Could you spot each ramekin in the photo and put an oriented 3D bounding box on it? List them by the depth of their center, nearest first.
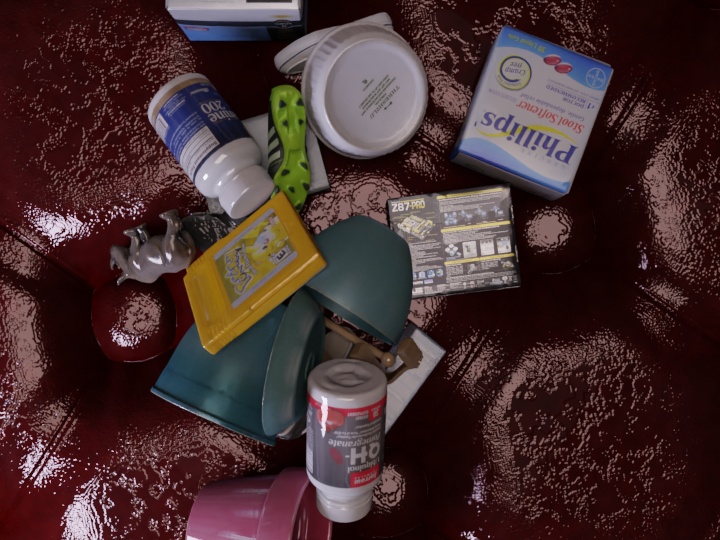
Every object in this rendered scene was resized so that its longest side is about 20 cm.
[{"bbox_3d":[0.011,-0.265,1.006,0.198,0.094,0.207,-4,108,-11],"label":"ramekin"}]

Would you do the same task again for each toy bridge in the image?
[{"bbox_3d":[0.011,0.136,0.964,0.068,0.198,0.027,52,49,-23],"label":"toy bridge"}]

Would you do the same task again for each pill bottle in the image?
[{"bbox_3d":[-0.020,0.235,0.921,0.108,0.111,0.204,2,109,0],"label":"pill bottle"},{"bbox_3d":[-0.215,-0.180,0.989,0.110,0.111,0.201,-38,79,0],"label":"pill bottle"}]

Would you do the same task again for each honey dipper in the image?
[{"bbox_3d":[-0.027,0.092,1.020,0.198,0.038,0.039,27,91,30],"label":"honey dipper"}]

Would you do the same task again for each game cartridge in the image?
[{"bbox_3d":[-0.156,-0.004,0.943,0.199,0.177,0.033,-37,133,2],"label":"game cartridge"}]

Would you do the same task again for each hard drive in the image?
[{"bbox_3d":[-0.159,-0.171,1.070,0.196,0.033,0.142,-16,90,1],"label":"hard drive"}]

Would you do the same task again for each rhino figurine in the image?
[{"bbox_3d":[-0.327,-0.027,1.028,0.197,0.060,0.089,-17,99,34],"label":"rhino figurine"}]

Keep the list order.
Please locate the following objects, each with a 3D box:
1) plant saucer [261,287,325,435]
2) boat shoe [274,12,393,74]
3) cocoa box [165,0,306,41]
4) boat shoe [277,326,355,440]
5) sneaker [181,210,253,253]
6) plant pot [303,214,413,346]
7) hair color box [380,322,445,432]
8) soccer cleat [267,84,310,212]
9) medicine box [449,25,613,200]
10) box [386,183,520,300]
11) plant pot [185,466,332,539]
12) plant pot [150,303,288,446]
[{"bbox_3d":[-0.083,0.127,0.912,0.035,0.200,0.204,12,90,8],"label":"plant saucer"},{"bbox_3d":[-0.035,-0.339,1.049,0.197,0.074,0.068,-22,89,0],"label":"boat shoe"},{"bbox_3d":[-0.181,-0.435,1.021,0.195,0.131,0.137,1,90,0],"label":"cocoa box"},{"bbox_3d":[-0.069,0.179,1.065,0.066,0.057,0.201,34,86,36],"label":"boat shoe"},{"bbox_3d":[-0.185,-0.028,1.050,0.104,0.060,0.200,-40,103,8],"label":"sneaker"},{"bbox_3d":[0.000,0.000,0.985,0.198,0.200,0.136,31,82,0],"label":"plant pot"},{"bbox_3d":[0.045,0.181,1.035,0.060,0.099,0.201,37,90,-1],"label":"hair color box"},{"bbox_3d":[-0.113,-0.179,1.024,0.066,0.081,0.204,-4,111,-20],"label":"soccer cleat"},{"bbox_3d":[0.258,-0.236,1.033,0.179,0.103,0.204,21,89,0],"label":"medicine box"},{"bbox_3d":[0.145,-0.044,1.060,0.195,0.049,0.165,-8,92,1],"label":"box"},{"bbox_3d":[-0.152,0.391,1.001,0.175,0.200,0.205,3,90,15],"label":"plant pot"},{"bbox_3d":[-0.180,0.130,0.998,0.197,0.200,0.191,23,77,0],"label":"plant pot"}]
